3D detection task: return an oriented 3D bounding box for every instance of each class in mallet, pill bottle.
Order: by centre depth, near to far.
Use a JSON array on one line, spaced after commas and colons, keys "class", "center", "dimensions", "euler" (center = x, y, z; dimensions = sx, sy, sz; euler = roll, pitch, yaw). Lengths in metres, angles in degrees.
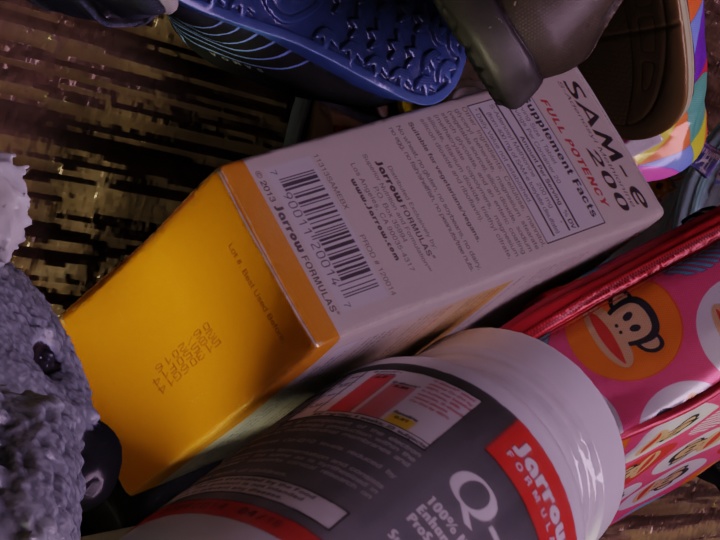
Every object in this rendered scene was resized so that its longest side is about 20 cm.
[{"class": "pill bottle", "center": [0.005, 0.097, 0.778], "dimensions": [0.200, 0.116, 0.116], "euler": [-35, 137, -53]}, {"class": "mallet", "center": [-0.080, 0.130, 0.945], "dimensions": [0.066, 0.041, 0.200], "euler": [-46, 149, -32]}]

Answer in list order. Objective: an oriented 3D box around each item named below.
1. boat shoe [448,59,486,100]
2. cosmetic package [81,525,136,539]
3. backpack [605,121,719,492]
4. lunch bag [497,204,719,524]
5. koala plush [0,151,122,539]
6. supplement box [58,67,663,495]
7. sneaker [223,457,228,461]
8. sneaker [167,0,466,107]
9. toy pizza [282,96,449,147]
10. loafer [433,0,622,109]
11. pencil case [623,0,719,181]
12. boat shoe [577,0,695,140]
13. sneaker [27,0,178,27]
[{"class": "boat shoe", "center": [0.061, -0.008, 0.998], "dimensions": [0.069, 0.071, 0.200], "euler": [-50, 148, -32]}, {"class": "cosmetic package", "center": [-0.064, 0.154, 0.863], "dimensions": [0.200, 0.085, 0.108], "euler": [-8, 124, -39]}, {"class": "backpack", "center": [0.212, -0.002, 1.259], "dimensions": [0.176, 0.153, 0.200], "euler": [-40, 150, -47]}, {"class": "lunch bag", "center": [0.093, 0.061, 0.953], "dimensions": [0.176, 0.082, 0.200], "euler": [-28, 165, -23]}, {"class": "koala plush", "center": [-0.144, 0.058, 0.679], "dimensions": [0.200, 0.184, 0.177], "euler": [-71, 168, -50]}, {"class": "supplement box", "center": [0.000, 0.000, 0.866], "dimensions": [0.200, 0.074, 0.126], "euler": [-19, 165, -46]}, {"class": "sneaker", "center": [-0.016, 0.136, 1.019], "dimensions": [0.089, 0.074, 0.200], "euler": [-43, 143, -38]}, {"class": "sneaker", "center": [-0.052, -0.108, 0.802], "dimensions": [0.200, 0.078, 0.070], "euler": [31, 71, -40]}, {"class": "toy pizza", "center": [0.029, -0.057, 1.019], "dimensions": [0.200, 0.032, 0.200], "euler": [-41, 141, -44]}, {"class": "loafer", "center": [0.068, -0.112, 0.824], "dimensions": [0.073, 0.071, 0.200], "euler": [58, 13, -19]}, {"class": "pencil case", "center": [0.121, -0.127, 1.084], "dimensions": [0.088, 0.088, 0.200], "euler": [-48, 143, -36]}, {"class": "boat shoe", "center": [0.098, -0.154, 0.952], "dimensions": [0.065, 0.073, 0.200], "euler": [-28, 103, -51]}, {"class": "sneaker", "center": [-0.090, -0.155, 0.614], "dimensions": [0.077, 0.146, 0.202], "euler": [-46, 143, -35]}]
